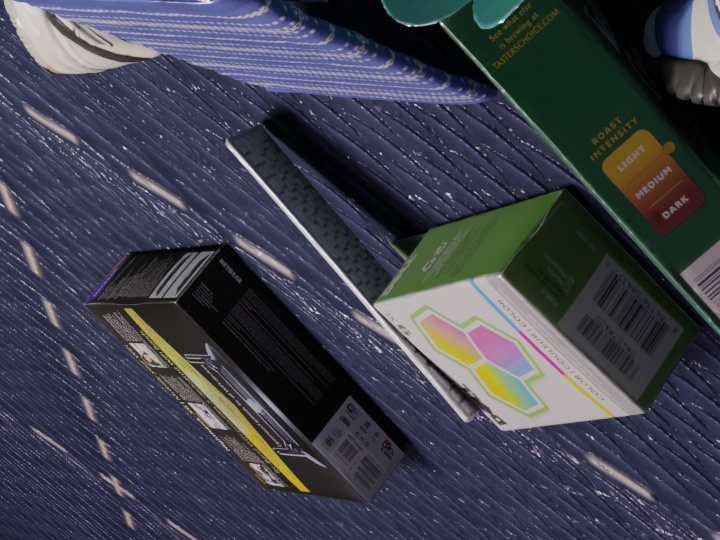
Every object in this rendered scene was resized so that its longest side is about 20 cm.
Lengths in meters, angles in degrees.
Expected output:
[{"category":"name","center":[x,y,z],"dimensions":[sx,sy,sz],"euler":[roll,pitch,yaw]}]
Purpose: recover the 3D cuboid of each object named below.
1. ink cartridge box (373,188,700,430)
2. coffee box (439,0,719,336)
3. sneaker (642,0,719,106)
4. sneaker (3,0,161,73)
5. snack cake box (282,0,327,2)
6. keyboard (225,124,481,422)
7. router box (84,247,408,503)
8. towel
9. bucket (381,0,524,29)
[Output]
[{"category":"ink cartridge box","center":[0.076,0.027,1.075],"dimensions":[0.104,0.059,0.200],"euler":[44,158,-14]},{"category":"coffee box","center":[0.106,-0.055,0.815],"dimensions":[0.200,0.044,0.123],"euler":[46,-166,-14]},{"category":"sneaker","center":[0.163,-0.095,0.714],"dimensions":[0.200,0.075,0.078],"euler":[-170,74,-66]},{"category":"sneaker","center":[-0.156,-0.184,1.047],"dimensions":[0.087,0.076,0.200],"euler":[3,144,32]},{"category":"snack cake box","center":[-0.080,-0.208,0.863],"dimensions":[0.115,0.067,0.200],"euler":[11,145,51]},{"category":"keyboard","center":[0.000,0.000,1.128],"dimensions":[0.200,0.011,0.056],"euler":[49,-166,2]},{"category":"router box","center":[-0.080,0.072,1.419],"dimensions":[0.200,0.052,0.157],"euler":[48,157,-21]},{"category":"towel","center":[-0.050,-0.108,0.927],"dimensions":[0.144,0.024,0.199],"euler":[9,177,38]},{"category":"bucket","center":[0.019,-0.193,0.641],"dimensions":[0.207,0.135,0.208],"euler":[33,158,15]}]
